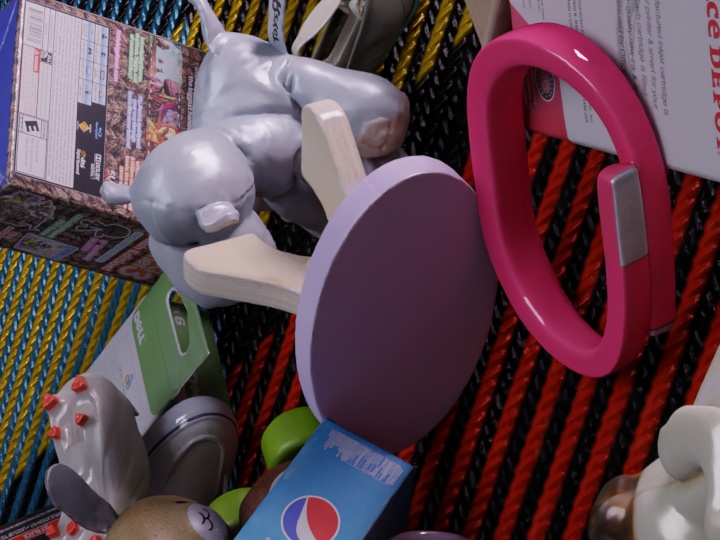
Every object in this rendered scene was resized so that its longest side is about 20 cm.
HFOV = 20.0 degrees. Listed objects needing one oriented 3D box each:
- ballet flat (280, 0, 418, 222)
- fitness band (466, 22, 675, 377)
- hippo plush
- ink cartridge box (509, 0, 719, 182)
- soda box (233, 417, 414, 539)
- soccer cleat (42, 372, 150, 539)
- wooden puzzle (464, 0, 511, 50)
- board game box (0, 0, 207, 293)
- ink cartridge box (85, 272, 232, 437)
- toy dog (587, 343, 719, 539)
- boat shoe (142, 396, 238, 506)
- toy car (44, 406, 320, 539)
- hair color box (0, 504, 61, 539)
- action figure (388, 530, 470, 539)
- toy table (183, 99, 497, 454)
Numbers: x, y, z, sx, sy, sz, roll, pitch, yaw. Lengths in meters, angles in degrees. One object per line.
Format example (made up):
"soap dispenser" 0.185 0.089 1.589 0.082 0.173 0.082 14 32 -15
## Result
"ballet flat" -0.029 -0.128 1.410 0.200 0.064 0.067 -62 34 18
"fitness band" 0.112 -0.037 1.096 0.144 0.037 0.200 40 146 49
"hippo plush" -0.064 -0.064 1.298 0.159 0.200 0.161 7 43 25
"ink cartridge box" 0.165 -0.135 1.053 0.200 0.084 0.145 22 124 57
"soda box" -0.047 0.184 1.151 0.200 0.064 0.068 -52 -20 -30
"soccer cleat" -0.169 0.160 1.346 0.069 0.078 0.201 -24 53 28
"wooden puzzle" 0.084 -0.248 1.270 0.185 0.037 0.200 100 164 -50
"board game box" -0.188 -0.090 1.506 0.097 0.200 0.160 -31 51 48
"ink cartridge box" -0.149 0.090 1.498 0.200 0.059 0.104 -50 40 32
"toy dog" 0.186 0.080 0.931 0.200 0.139 0.194 -61 22 19
"boat shoe" -0.133 0.186 1.420 0.202 0.074 0.086 -60 34 25
"toy car" -0.098 0.172 1.255 0.158 0.200 0.165 -54 38 29
"hair color box" -0.173 0.245 1.355 0.200 0.101 0.061 41 133 29
"action figure" -0.006 0.259 1.153 0.149 0.134 0.200 -86 11 -60
"toy table" 0.000 0.000 1.222 0.117 0.183 0.200 46 131 45
